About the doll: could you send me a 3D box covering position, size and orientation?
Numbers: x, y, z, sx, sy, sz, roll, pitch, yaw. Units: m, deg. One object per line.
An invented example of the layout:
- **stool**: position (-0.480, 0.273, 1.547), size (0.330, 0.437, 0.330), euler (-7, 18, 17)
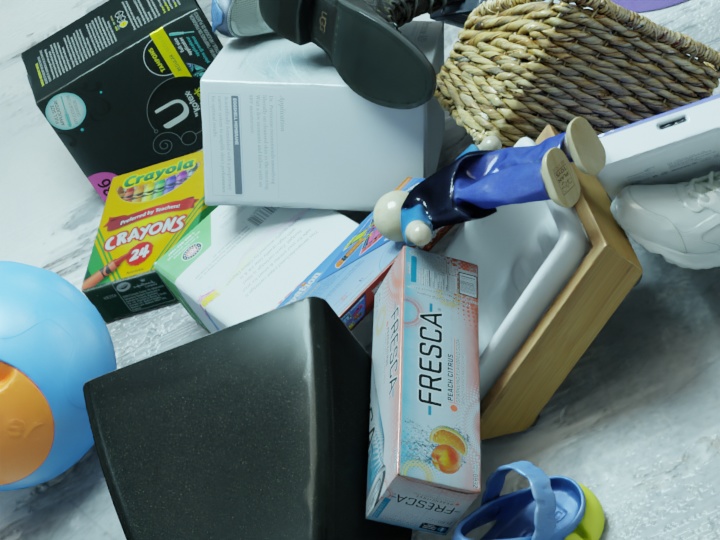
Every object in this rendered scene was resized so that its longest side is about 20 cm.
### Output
- **doll**: position (0.079, -0.058, 1.107), size (0.199, 0.049, 0.137), euler (-13, 27, 48)

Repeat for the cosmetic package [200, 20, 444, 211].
- **cosmetic package**: position (-0.027, -0.147, 1.370), size (0.198, 0.124, 0.200), euler (4, 26, 6)

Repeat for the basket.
- **basket**: position (0.178, -0.167, 1.255), size (0.150, 0.199, 0.143), euler (-63, 31, 20)

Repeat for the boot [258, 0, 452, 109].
- **boot**: position (0.029, -0.223, 1.286), size (0.200, 0.070, 0.174), euler (37, 41, 24)

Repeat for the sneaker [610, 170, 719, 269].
- **sneaker**: position (0.286, -0.056, 1.116), size (0.198, 0.100, 0.078), euler (3, 36, -9)

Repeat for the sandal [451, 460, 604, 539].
- **sandal**: position (0.080, 0.204, 1.043), size (0.200, 0.087, 0.079), euler (-46, 45, -15)

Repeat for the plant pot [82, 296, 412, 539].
- **plant pot**: position (-0.070, 0.169, 1.104), size (0.199, 0.200, 0.179), euler (-20, 52, 14)

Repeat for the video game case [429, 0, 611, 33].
- **video game case**: position (0.150, -0.221, 1.366), size (0.200, 0.142, 0.019), euler (-144, 69, -79)

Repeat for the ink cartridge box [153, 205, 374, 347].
- **ink cartridge box**: position (-0.070, 0.010, 1.347), size (0.145, 0.088, 0.200), euler (-42, 38, -13)

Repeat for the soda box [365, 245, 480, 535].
- **soda box**: position (0.045, 0.083, 1.081), size (0.063, 0.069, 0.201), euler (14, 50, -13)

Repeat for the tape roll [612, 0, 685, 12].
- **tape roll**: position (0.298, -0.348, 1.509), size (0.199, 0.066, 0.201), euler (-18, 41, 16)

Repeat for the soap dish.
- **soap dish**: position (0.126, 0.013, 1.157), size (0.201, 0.081, 0.158), euler (-58, 27, 28)

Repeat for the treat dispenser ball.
- **treat dispenser ball**: position (-0.315, 0.092, 1.326), size (0.199, 0.201, 0.202), euler (-18, 40, 16)

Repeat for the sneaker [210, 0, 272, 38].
- **sneaker**: position (-0.055, -0.254, 1.369), size (0.085, 0.078, 0.200), euler (22, 34, 30)

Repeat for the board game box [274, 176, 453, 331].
- **board game box**: position (0.000, 0.000, 1.209), size (0.200, 0.019, 0.103), euler (-45, 25, -15)

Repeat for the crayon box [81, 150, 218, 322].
- **crayon box**: position (-0.200, -0.049, 1.524), size (0.126, 0.051, 0.201), euler (-16, 41, 19)

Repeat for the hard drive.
- **hard drive**: position (0.254, -0.080, 1.155), size (0.131, 0.200, 0.026), euler (-18, 72, 15)

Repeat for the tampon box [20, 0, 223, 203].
- **tampon box**: position (-0.241, -0.203, 1.635), size (0.199, 0.150, 0.127), euler (-31, 38, 1)
